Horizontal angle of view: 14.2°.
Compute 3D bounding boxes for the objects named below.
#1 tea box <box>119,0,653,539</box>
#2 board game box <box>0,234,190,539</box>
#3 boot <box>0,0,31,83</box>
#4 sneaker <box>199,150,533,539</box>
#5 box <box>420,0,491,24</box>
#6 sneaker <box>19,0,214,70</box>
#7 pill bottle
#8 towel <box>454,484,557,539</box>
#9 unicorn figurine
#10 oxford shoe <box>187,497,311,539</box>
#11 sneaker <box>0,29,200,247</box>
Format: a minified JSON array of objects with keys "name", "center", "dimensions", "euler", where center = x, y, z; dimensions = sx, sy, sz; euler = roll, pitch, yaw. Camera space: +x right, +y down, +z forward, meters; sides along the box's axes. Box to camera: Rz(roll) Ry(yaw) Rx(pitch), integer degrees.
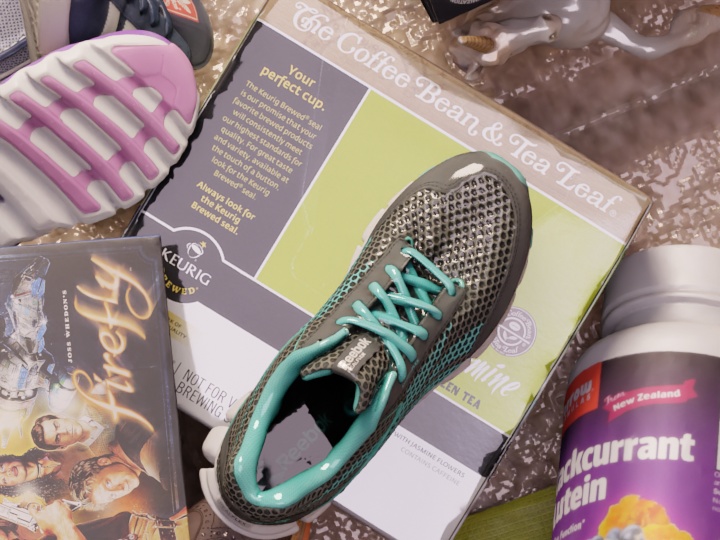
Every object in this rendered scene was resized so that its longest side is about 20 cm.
[{"name":"tea box","center":[0.000,0.000,1.348],"dimensions":[0.200,0.134,0.197],"euler":[32,90,1]},{"name":"board game box","center":[-0.144,0.090,1.239],"dimensions":[0.135,0.035,0.201],"euler":[-5,80,-10]},{"name":"boot","center":[-0.142,-0.169,1.374],"dimensions":[0.073,0.090,0.200],"euler":[39,89,1]},{"name":"sneaker","center":[0.008,0.035,1.234],"dimensions":[0.078,0.091,0.200],"euler":[36,89,0]},{"name":"box","center":[0.071,-0.213,1.333],"dimensions":[0.161,0.200,0.049],"euler":[-26,131,1]},{"name":"sneaker","center":[-0.113,-0.123,1.333],"dimensions":[0.084,0.200,0.075],"euler":[-17,62,-8]},{"name":"pill bottle","center":[0.146,0.094,1.327],"dimensions":[0.111,0.112,0.201],"euler":[7,59,1]},{"name":"towel","center":[0.099,0.202,1.361],"dimensions":[0.086,0.018,0.201],"euler":[-20,71,17]},{"name":"unicorn figurine","center":[0.102,-0.147,1.360],"dimensions":[0.137,0.200,0.074],"euler":[-6,133,-3]},{"name":"oxford shoe","center":[-0.104,0.156,1.282],"dimensions":[0.200,0.073,0.071],"euler":[-43,51,-13]},{"name":"sneaker","center":[-0.162,-0.047,1.302],"dimensions":[0.200,0.089,0.081],"euler":[-36,114,10]}]
